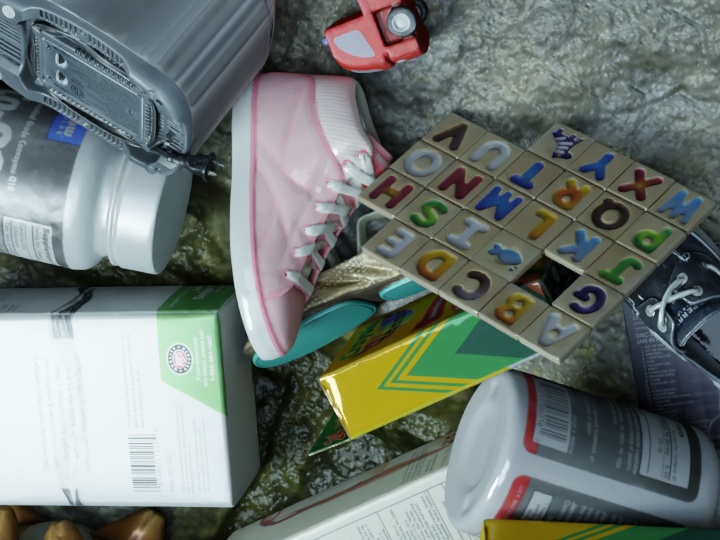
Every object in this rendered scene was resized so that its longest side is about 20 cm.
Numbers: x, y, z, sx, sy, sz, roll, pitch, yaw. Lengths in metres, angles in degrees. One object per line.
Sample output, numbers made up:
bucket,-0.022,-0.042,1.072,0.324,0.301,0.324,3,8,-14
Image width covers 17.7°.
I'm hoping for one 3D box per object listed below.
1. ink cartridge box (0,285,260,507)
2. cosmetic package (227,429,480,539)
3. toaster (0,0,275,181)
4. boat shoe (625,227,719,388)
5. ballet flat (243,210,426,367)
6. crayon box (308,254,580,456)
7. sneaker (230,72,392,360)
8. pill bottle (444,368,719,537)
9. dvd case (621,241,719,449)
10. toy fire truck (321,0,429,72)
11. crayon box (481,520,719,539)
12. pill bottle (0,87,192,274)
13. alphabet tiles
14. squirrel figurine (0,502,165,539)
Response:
ink cartridge box,-0.182,0.088,1.648,0.199,0.084,0.147,0,105,12
cosmetic package,0.006,0.204,1.640,0.200,0.087,0.104,-24,100,16
toaster,-0.144,-0.157,1.528,0.200,0.129,0.114,31,151,14
boat shoe,0.220,0.024,1.537,0.200,0.068,0.072,44,110,-1
ballet flat,0.000,0.000,1.606,0.200,0.070,0.065,-26,71,15
crayon box,0.053,0.050,1.566,0.200,0.127,0.051,-26,98,17
sneaker,-0.031,-0.042,1.558,0.104,0.075,0.201,-4,76,11
pill bottle,0.167,0.146,1.539,0.200,0.114,0.114,18,109,-14
dvd case,0.263,0.076,1.588,0.148,0.016,0.201,-8,104,15
toy fire truck,-0.048,-0.218,1.554,0.141,0.049,0.200,-18,102,16
crayon box,0.141,0.224,1.486,0.199,0.051,0.127,3,129,-3
pill bottle,-0.224,-0.064,1.599,0.199,0.114,0.114,12,107,8
alphabet tiles,0.104,-0.036,1.512,0.200,0.167,0.008,30,149,31
squirrel figurine,-0.243,0.270,1.657,0.141,0.187,0.201,14,108,7
